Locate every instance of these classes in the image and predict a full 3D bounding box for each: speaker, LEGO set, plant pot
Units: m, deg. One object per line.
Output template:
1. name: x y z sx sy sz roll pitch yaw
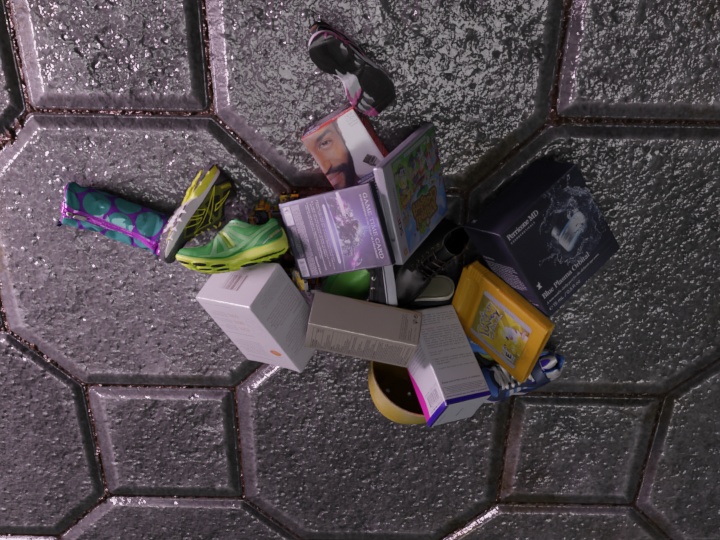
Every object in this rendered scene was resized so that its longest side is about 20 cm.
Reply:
1. speaker: 0.000 0.000 1.418 0.088 0.089 0.200 32 112 -16
2. LEGO set: -0.139 -0.036 1.413 0.153 0.116 0.201 4 119 -1
3. plant pot: 0.098 0.234 1.538 0.199 0.201 0.142 15 143 -7

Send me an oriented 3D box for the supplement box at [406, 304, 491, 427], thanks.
1. supplement box: 0.154 0.180 1.441 0.103 0.201 0.101 -8 150 -23

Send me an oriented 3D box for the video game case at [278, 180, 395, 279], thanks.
1. video game case: -0.043 -0.065 1.297 0.199 0.019 0.144 -9 102 34

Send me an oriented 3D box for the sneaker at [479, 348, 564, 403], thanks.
1. sneaker: 0.322 0.201 1.515 0.199 0.081 0.146 2 147 -39

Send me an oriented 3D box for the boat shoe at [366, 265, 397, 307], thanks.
1. boat shoe: 0.028 -0.016 1.326 0.056 0.069 0.201 -8 120 3

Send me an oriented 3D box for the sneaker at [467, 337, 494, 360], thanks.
1. sneaker: 0.258 0.096 1.507 0.104 0.076 0.201 8 120 -3

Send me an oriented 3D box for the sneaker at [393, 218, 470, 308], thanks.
1. sneaker: 0.119 -0.012 1.387 0.075 0.106 0.200 35 86 -17

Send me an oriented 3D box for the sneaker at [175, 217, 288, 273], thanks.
1. sneaker: -0.231 -0.046 1.349 0.199 0.084 0.074 -12 162 -4

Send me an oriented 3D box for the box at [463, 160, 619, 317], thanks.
1. box: 0.328 -0.059 1.354 0.197 0.117 0.200 -42 114 -12

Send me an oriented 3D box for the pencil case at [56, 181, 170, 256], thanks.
1. pencil case: -0.456 -0.093 1.401 0.199 0.093 0.085 19 117 -11

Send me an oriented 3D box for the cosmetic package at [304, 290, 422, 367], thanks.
1. cosmetic package: 0.004 0.108 1.367 0.199 0.073 0.104 13 149 -2

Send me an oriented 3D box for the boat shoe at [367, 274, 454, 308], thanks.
1. boat shoe: 0.087 0.043 1.486 0.198 0.075 0.066 -2 149 9

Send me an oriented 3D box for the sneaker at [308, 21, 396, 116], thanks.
1. sneaker: -0.013 -0.350 1.266 0.080 0.087 0.200 -31 136 18

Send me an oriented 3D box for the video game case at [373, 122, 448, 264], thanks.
1. video game case: 0.094 -0.137 1.319 0.022 0.200 0.183 5 124 31

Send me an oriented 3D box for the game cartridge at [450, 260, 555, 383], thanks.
1. game cartridge: 0.256 0.096 1.410 0.200 0.032 0.177 41 146 24

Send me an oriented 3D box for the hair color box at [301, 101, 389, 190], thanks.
1. hair color box: -0.005 -0.192 1.358 0.111 0.064 0.200 -28 114 17

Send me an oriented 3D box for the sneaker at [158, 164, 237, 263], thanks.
1. sneaker: -0.293 -0.094 1.371 0.084 0.074 0.201 34 80 -26

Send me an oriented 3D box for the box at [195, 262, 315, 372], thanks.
1. box: -0.185 0.084 1.428 0.152 0.107 0.200 7 143 37
